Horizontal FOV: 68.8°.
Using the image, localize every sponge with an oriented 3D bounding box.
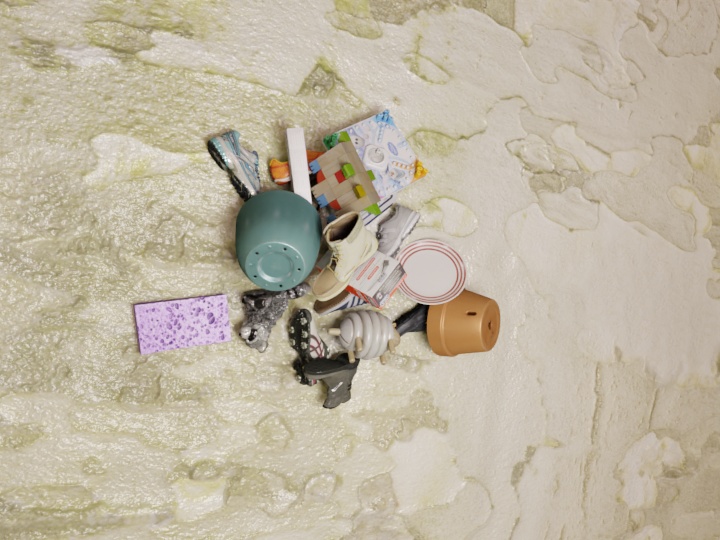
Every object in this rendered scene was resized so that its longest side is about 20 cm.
[{"bbox_3d":[-0.398,0.118,1.185,0.199,0.030,0.112,-6,96,-26],"label":"sponge"}]

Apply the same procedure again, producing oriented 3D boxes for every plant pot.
[{"bbox_3d":[0.286,0.138,1.413,0.200,0.140,0.201,-6,98,-54],"label":"plant pot"},{"bbox_3d":[-0.182,-0.052,1.156,0.200,0.161,0.201,-3,124,-4],"label":"plant pot"}]

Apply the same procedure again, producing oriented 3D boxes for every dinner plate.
[{"bbox_3d":[0.185,0.005,1.406,0.199,0.024,0.201,-1,61,2],"label":"dinner plate"}]

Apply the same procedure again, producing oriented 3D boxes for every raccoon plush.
[{"bbox_3d":[-0.197,0.114,1.252,0.199,0.097,0.135,-10,105,-25],"label":"raccoon plush"}]

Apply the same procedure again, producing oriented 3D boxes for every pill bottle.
[{"bbox_3d":[0.022,-0.188,1.322,0.200,0.111,0.111,-39,109,-19],"label":"pill bottle"}]

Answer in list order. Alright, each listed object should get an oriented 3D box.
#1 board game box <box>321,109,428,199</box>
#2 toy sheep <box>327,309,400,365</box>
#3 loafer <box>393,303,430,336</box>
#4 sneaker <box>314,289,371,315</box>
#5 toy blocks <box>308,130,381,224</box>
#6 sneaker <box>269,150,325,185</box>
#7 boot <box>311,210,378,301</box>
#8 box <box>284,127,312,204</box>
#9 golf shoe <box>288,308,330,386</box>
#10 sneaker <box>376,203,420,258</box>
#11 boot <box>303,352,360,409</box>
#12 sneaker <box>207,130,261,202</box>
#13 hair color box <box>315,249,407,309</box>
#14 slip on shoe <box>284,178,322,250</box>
[{"bbox_3d":[0.039,-0.279,1.279,0.200,0.026,0.200,-29,83,-22],"label":"board game box"},{"bbox_3d":[0.012,0.163,1.319,0.199,0.138,0.138,12,88,-28],"label":"toy sheep"},{"bbox_3d":[0.155,0.139,1.431,0.200,0.068,0.071,-34,99,-24],"label":"loafer"},{"bbox_3d":[-0.014,0.072,1.345,0.200,0.070,0.109,-35,132,-2],"label":"sneaker"},{"bbox_3d":[-0.049,-0.194,1.202,0.100,0.136,0.201,-32,96,-56],"label":"toy blocks"},{"bbox_3d":[-0.122,-0.266,1.270,0.199,0.073,0.077,-20,98,-25],"label":"sneaker"},{"bbox_3d":[-0.053,-0.032,1.174,0.200,0.072,0.155,-46,155,-4],"label":"boot"},{"bbox_3d":[-0.142,-0.226,1.215,0.041,0.039,0.201,-9,99,-14],"label":"box"},{"bbox_3d":[-0.123,0.184,1.304,0.088,0.077,0.201,-16,110,-42],"label":"golf shoe"},{"bbox_3d":[0.073,-0.086,1.390,0.082,0.075,0.200,35,81,11],"label":"sneaker"},{"bbox_3d":[-0.070,0.282,1.287,0.200,0.068,0.131,1,103,-56],"label":"boot"},{"bbox_3d":[-0.258,-0.230,1.205,0.086,0.078,0.200,-40,109,-22],"label":"sneaker"},{"bbox_3d":[0.000,0.000,1.274,0.111,0.200,0.064,-51,139,-14],"label":"hair color box"},{"bbox_3d":[-0.136,-0.137,1.277,0.076,0.061,0.200,39,77,-23],"label":"slip on shoe"}]
